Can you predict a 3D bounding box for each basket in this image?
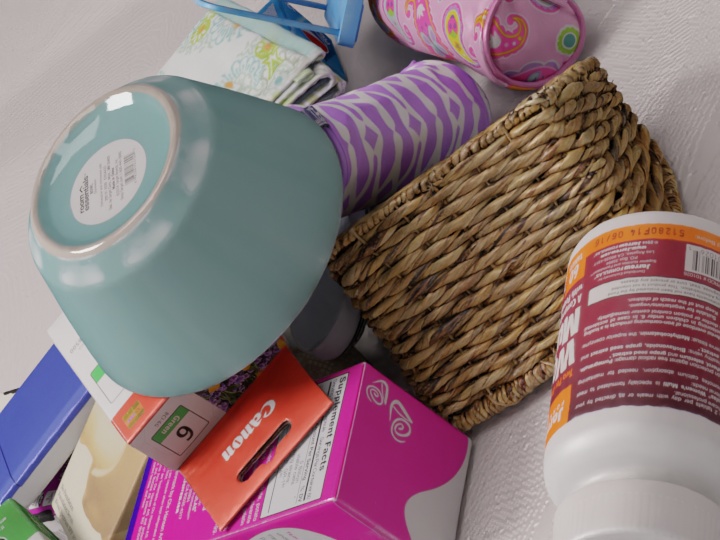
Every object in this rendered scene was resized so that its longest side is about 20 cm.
[{"bbox_3d":[0.103,-0.016,1.378,0.200,0.149,0.143,-36,1,25],"label":"basket"}]

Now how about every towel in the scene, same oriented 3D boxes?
[{"bbox_3d":[-0.111,-0.111,1.641,0.171,0.048,0.200,-49,33,-4],"label":"towel"}]

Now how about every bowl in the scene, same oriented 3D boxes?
[{"bbox_3d":[-0.120,-0.037,1.322,0.200,0.105,0.201,-21,50,28],"label":"bowl"}]

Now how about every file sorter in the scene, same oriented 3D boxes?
[{"bbox_3d":[-0.047,-0.283,1.636,0.139,0.122,0.201,-107,28,-74],"label":"file sorter"}]

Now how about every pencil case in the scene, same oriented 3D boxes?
[{"bbox_3d":[0.005,-0.087,1.466,0.085,0.200,0.084,37,120,22],"label":"pencil case"},{"bbox_3d":[0.077,-0.184,1.562,0.088,0.087,0.200,-53,28,-1],"label":"pencil case"}]

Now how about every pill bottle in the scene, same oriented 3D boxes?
[{"bbox_3d":[0.154,0.076,1.165,0.109,0.109,0.200,-25,40,38],"label":"pill bottle"}]

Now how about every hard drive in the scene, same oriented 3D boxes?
[{"bbox_3d":[-0.198,0.070,1.585,0.200,0.025,0.132,-52,22,2],"label":"hard drive"}]

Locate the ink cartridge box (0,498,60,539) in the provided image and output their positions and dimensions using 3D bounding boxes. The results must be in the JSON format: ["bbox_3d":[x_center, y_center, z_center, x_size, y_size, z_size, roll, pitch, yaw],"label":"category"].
[{"bbox_3d":[-0.218,0.265,1.442,0.147,0.083,0.200,-44,42,-8],"label":"ink cartridge box"}]

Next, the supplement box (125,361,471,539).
[{"bbox_3d":[-0.041,0.147,1.364,0.200,0.101,0.104,-22,43,40],"label":"supplement box"}]

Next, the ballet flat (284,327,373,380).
[{"bbox_3d":[-0.062,0.049,1.516,0.067,0.063,0.200,-21,15,-31],"label":"ballet flat"}]

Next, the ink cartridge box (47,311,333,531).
[{"bbox_3d":[-0.108,0.057,1.362,0.109,0.050,0.200,-49,42,5],"label":"ink cartridge box"}]

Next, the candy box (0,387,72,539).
[{"bbox_3d":[-0.237,0.150,1.660,0.200,0.061,0.137,-19,42,47],"label":"candy box"}]

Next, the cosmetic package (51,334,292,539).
[{"bbox_3d":[-0.129,0.105,1.491,0.105,0.071,0.200,47,117,55],"label":"cosmetic package"}]

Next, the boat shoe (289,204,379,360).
[{"bbox_3d":[-0.002,0.002,1.487,0.074,0.068,0.200,-50,20,22],"label":"boat shoe"}]

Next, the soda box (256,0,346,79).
[{"bbox_3d":[-0.108,-0.119,1.763,0.200,0.068,0.064,-42,34,17],"label":"soda box"}]
